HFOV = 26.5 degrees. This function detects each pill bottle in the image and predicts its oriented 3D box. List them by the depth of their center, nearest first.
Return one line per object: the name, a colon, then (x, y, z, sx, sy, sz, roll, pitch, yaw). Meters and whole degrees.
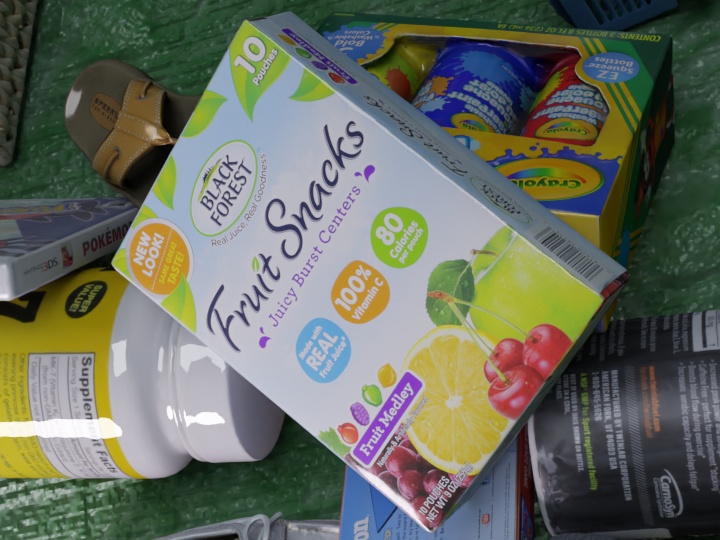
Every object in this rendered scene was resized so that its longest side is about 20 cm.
pill bottle: (0.184, 0.070, 0.722, 0.198, 0.106, 0.108, -6, 69, 16)
pill bottle: (-0.146, 0.055, 0.830, 0.197, 0.114, 0.116, -2, 70, 17)

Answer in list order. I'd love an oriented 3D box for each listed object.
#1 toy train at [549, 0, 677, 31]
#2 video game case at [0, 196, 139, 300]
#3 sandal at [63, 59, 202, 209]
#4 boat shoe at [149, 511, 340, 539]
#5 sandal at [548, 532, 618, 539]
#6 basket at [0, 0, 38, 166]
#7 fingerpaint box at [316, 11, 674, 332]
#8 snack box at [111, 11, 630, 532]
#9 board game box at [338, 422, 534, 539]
toy train: (0.139, -0.232, 0.860, 0.113, 0.087, 0.202, -21, 66, 16)
video game case: (-0.236, -0.016, 0.857, 0.198, 0.182, 0.023, 1, 103, 18)
sandal: (-0.126, -0.080, 0.868, 0.199, 0.054, 0.081, 31, 93, 48)
boat shoe: (-0.081, 0.168, 0.795, 0.199, 0.065, 0.075, -8, 69, 15)
sandal: (0.146, 0.184, 0.652, 0.199, 0.043, 0.076, 31, 81, 39)
basket: (-0.321, -0.163, 0.920, 0.196, 0.200, 0.163, -3, 72, 17)
fingerpaint box: (0.048, -0.059, 0.788, 0.198, 0.074, 0.167, 8, 40, 21)
snack box: (0.000, 0.000, 0.695, 0.199, 0.053, 0.143, 39, 114, 11)
board game box: (0.038, 0.103, 0.755, 0.102, 0.019, 0.202, -18, 45, 26)
